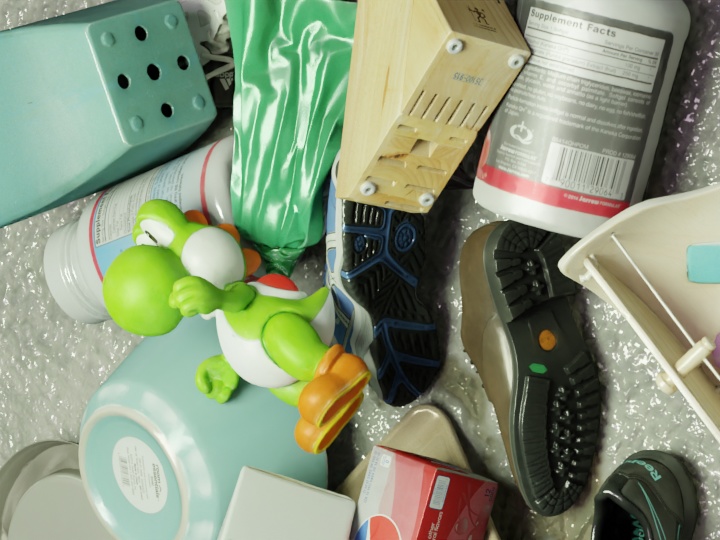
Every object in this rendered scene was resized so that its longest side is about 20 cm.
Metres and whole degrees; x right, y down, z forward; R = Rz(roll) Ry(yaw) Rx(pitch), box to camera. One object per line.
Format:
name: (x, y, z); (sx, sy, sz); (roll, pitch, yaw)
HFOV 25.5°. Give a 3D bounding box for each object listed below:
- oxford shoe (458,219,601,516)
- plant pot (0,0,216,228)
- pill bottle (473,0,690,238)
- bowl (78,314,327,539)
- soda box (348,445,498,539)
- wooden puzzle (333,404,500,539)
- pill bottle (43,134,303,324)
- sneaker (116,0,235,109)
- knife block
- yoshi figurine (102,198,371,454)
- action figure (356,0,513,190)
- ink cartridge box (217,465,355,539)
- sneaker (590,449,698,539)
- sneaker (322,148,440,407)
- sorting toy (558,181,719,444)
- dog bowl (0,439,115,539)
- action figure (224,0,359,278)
oxford shoe: (0.110, 0.065, 1.076); (0.084, 0.072, 0.202); (-2, 97, 62)
plant pot: (-0.209, -0.126, 1.190); (0.199, 0.141, 0.143); (-11, 100, 46)
pill bottle: (0.145, -0.128, 1.008); (0.110, 0.110, 0.202); (20, 103, 32)
bowl: (-0.132, 0.138, 1.167); (0.200, 0.105, 0.203); (17, 117, 36)
soda box: (0.023, 0.224, 1.054); (0.070, 0.063, 0.202); (13, 86, 50)
wooden puzzle: (0.035, 0.225, 1.117); (0.185, 0.037, 0.201); (-49, 45, 26)
pill bottle: (-0.144, -0.024, 1.210); (0.199, 0.108, 0.110); (-19, 81, 34)
sneaker: (-0.096, -0.189, 1.204); (0.200, 0.075, 0.116); (-26, 86, 40)
knife block: (0.034, -0.164, 1.032); (0.201, 0.063, 0.176); (-58, 37, 34)
yoshi figurine: (-0.095, 0.041, 1.059); (0.200, 0.112, 0.113); (42, 109, 13)
action figure: (0.042, -0.154, 1.107); (0.129, 0.069, 0.202); (-5, 85, 41)
ink cartridge box: (-0.077, 0.257, 1.069); (0.083, 0.147, 0.201); (17, 130, -3)
sneaker: (0.172, 0.219, 1.024); (0.075, 0.079, 0.202); (0, 93, 34)
sneaker: (0.000, 0.000, 1.102); (0.077, 0.075, 0.202); (28, 134, 45)
sorting toy: (0.255, 0.019, 0.954); (0.180, 0.107, 0.201); (-42, 69, 20)
dog bowl: (-0.226, 0.236, 1.307); (0.198, 0.058, 0.202); (2, 93, 35)
action figure: (-0.048, -0.089, 1.097); (0.117, 0.055, 0.202); (12, 104, 16)
